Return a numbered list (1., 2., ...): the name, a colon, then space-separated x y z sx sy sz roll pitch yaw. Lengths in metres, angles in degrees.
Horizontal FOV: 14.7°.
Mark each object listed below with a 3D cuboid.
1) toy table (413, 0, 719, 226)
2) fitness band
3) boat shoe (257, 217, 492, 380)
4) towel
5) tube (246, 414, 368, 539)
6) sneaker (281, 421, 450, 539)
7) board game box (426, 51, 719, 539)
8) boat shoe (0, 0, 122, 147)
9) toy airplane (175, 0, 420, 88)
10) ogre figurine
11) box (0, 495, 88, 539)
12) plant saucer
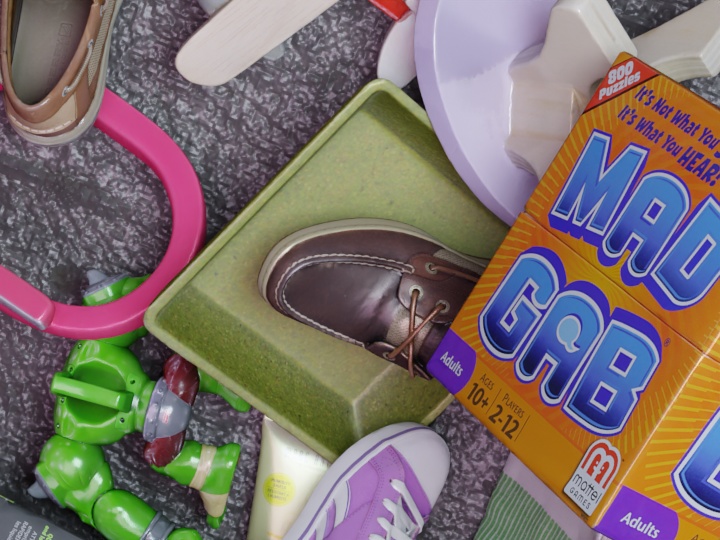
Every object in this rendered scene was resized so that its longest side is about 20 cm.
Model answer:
1. toy table: 0.128 -0.089 1.563 0.200 0.117 0.184 40 72 -35
2. fitness band: -0.185 -0.045 1.661 0.200 0.037 0.144 36 75 11
3. boat shoe: 0.040 0.025 1.592 0.200 0.072 0.072 15 114 -27
4. towel: 0.119 0.124 1.635 0.023 0.153 0.200 12 105 -24
5. tube: -0.046 0.188 1.718 0.052 0.058 0.200 24 102 44
6. sneaker: 0.009 0.175 1.614 0.201 0.114 0.073 -48 126 -23
7. board game box: 0.197 0.043 1.429 0.200 0.200 0.200 28 98 -31
8. boat shoe: -0.172 -0.175 1.632 0.076 0.072 0.201 2 81 6
9. toy airplane: -0.008 -0.203 1.603 0.200 0.141 0.200 -6 124 -18
10. ogre figurine: -0.125 0.079 1.682 0.120 0.098 0.200 15 107 -2
11. box: -0.197 0.218 1.676 0.200 0.149 0.125 28 77 2
12. plant saucer: 0.000 0.000 1.636 0.200 0.048 0.200 -45 124 10
